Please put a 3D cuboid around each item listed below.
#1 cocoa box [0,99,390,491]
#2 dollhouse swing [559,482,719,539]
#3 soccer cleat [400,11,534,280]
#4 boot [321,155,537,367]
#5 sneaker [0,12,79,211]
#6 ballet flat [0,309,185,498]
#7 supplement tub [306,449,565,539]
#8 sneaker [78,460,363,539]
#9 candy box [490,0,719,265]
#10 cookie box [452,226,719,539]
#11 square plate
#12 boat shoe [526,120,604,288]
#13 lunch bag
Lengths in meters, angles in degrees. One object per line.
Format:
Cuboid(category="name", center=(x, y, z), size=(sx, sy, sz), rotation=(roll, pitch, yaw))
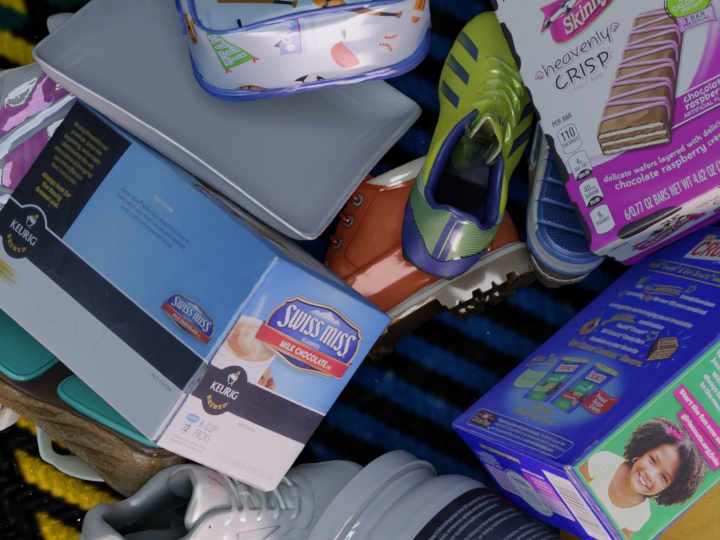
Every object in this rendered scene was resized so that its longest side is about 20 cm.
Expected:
Cuboid(category="cocoa box", center=(-0.110, 0.014, 1.655), size=(0.200, 0.133, 0.131), rotation=(38, 95, 36))
Cuboid(category="dollhouse swing", center=(0.252, 0.201, 1.723), size=(0.182, 0.176, 0.200), rotation=(-7, 89, 44))
Cuboid(category="soccer cleat", center=(0.075, -0.085, 1.679), size=(0.065, 0.084, 0.200), rotation=(21, 55, -5))
Cuboid(category="boot", center=(0.000, 0.000, 1.727), size=(0.200, 0.075, 0.107), rotation=(-26, 80, -2))
Cuboid(category="sneaker", center=(-0.209, -0.078, 1.736), size=(0.088, 0.081, 0.200), rotation=(39, 85, 7))
Cuboid(category="ballet flat", center=(-0.195, 0.082, 1.732), size=(0.200, 0.068, 0.072), rotation=(31, 123, 16))
Cuboid(category="supplement tub", center=(0.072, 0.210, 1.657), size=(0.200, 0.140, 0.140), rotation=(33, 91, 24))
Cuboid(category="sneaker", center=(-0.079, 0.153, 1.688), size=(0.200, 0.099, 0.078), rotation=(-18, 52, -18))
Cuboid(category="candy box", center=(0.166, -0.123, 1.622), size=(0.136, 0.061, 0.200), rotation=(-28, 69, 21))
Cuboid(category="cookie box", center=(0.177, 0.066, 1.637), size=(0.200, 0.171, 0.075), rotation=(-40, 108, -12))
Cuboid(category="square plate", center=(-0.080, -0.107, 1.684), size=(0.200, 0.198, 0.028), rotation=(33, 124, 3))
Cuboid(category="boat shoe", center=(0.135, -0.082, 1.710), size=(0.072, 0.072, 0.200), rotation=(21, 64, -3))
Cuboid(category="lunch bag", center=(-0.044, -0.193, 1.683), size=(0.160, 0.076, 0.200), rotation=(-12, 47, 0))
